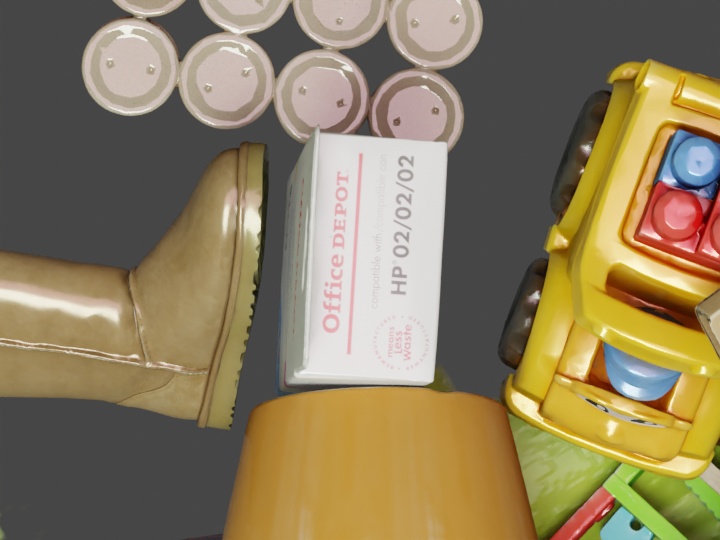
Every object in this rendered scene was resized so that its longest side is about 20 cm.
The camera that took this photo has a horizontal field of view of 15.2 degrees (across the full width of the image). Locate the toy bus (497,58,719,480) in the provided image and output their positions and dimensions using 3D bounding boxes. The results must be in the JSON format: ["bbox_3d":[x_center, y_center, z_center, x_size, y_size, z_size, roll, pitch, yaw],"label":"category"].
[{"bbox_3d":[0.155,-0.001,1.305,0.136,0.192,0.200,21,89,0],"label":"toy bus"}]

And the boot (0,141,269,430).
[{"bbox_3d":[-0.151,0.003,1.323,0.200,0.066,0.175,8,122,-5],"label":"boot"}]

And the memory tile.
[{"bbox_3d":[-0.035,-0.142,1.380,0.200,0.017,0.154,10,91,-4],"label":"memory tile"}]

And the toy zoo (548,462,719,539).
[{"bbox_3d":[0.135,0.193,1.381,0.131,0.020,0.200,43,88,16],"label":"toy zoo"}]

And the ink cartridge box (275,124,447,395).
[{"bbox_3d":[0.000,0.000,1.289,0.068,0.200,0.115,3,84,-5],"label":"ink cartridge box"}]

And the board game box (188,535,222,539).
[{"bbox_3d":[-0.029,0.231,1.380,0.120,0.032,0.200,-6,93,-2],"label":"board game box"}]

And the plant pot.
[{"bbox_3d":[0.010,0.156,1.277,0.200,0.200,0.184,0,76,-4],"label":"plant pot"}]

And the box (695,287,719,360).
[{"bbox_3d":[0.269,0.024,1.253,0.200,0.021,0.164,-34,119,-6],"label":"box"}]
